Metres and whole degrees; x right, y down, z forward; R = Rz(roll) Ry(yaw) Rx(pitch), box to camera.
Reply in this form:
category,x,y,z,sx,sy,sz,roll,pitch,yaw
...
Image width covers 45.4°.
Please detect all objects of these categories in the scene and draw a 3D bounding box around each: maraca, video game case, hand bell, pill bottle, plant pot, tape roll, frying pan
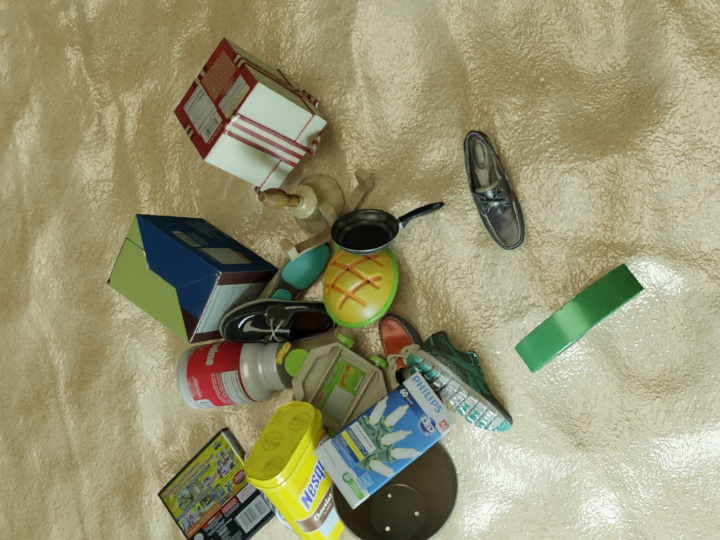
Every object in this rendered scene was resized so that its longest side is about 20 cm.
category,x,y,z,sx,sy,sz,roll,pitch,yaw
maraca,0.000,0.000,1.428,0.135,0.107,0.203,-7,62,20
video game case,-0.261,0.423,1.583,0.200,0.025,0.181,-45,75,18
hand bell,-0.113,-0.117,1.418,0.102,0.199,0.106,0,90,23
pill bottle,-0.214,0.177,1.512,0.197,0.112,0.115,-11,86,22
plant pot,0.057,0.363,1.373,0.196,0.135,0.203,-3,56,4
tape roll,0.313,0.070,1.237,0.200,0.200,0.048,-42,77,18
frying pan,0.035,-0.079,1.413,0.114,0.189,0.031,32,142,39

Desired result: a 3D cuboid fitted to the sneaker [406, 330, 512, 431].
category,x,y,z,sx,sy,sz,roll,pitch,yaw
sneaker,0.172,0.172,1.369,0.199,0.092,0.078,41,150,-2

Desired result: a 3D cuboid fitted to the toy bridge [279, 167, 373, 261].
category,x,y,z,sx,sy,sz,roll,pitch,yaw
toy bridge,-0.050,-0.088,1.445,0.200,0.068,0.027,-44,61,-13

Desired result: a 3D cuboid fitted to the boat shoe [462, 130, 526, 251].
category,x,y,z,sx,sy,sz,roll,pitch,yaw
boat shoe,0.205,-0.126,1.355,0.071,0.065,0.204,-19,84,20

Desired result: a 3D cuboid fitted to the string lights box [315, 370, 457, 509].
category,x,y,z,sx,sy,sz,roll,pitch,yaw
string lights box,0.039,0.258,1.316,0.199,0.059,0.103,-35,76,-17

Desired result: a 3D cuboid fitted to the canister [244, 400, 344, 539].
category,x,y,z,sx,sy,sz,roll,pitch,yaw
canister,-0.085,0.331,1.378,0.085,0.149,0.201,2,136,37

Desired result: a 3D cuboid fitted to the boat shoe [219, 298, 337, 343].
category,x,y,z,sx,sy,sz,roll,pitch,yaw
boat shoe,-0.137,0.089,1.445,0.196,0.068,0.073,-4,109,-16

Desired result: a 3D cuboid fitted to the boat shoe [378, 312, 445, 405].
category,x,y,z,sx,sy,sz,roll,pitch,yaw
boat shoe,0.080,0.163,1.414,0.070,0.062,0.203,-28,79,23

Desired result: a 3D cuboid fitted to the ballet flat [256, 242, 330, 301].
category,x,y,z,sx,sy,sz,roll,pitch,yaw
ballet flat,-0.129,0.022,1.500,0.070,0.071,0.201,36,93,18

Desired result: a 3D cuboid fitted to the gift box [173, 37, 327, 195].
category,x,y,z,sx,sy,sz,roll,pitch,yaw
gift box,-0.177,-0.239,1.444,0.185,0.185,0.201,-47,50,19

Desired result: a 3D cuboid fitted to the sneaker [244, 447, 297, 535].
category,x,y,z,sx,sy,sz,roll,pitch,yaw
sneaker,-0.129,0.384,1.492,0.200,0.077,0.076,44,95,14

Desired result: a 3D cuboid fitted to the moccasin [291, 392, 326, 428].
category,x,y,z,sx,sy,sz,roll,pitch,yaw
moccasin,-0.096,0.262,1.486,0.072,0.078,0.206,3,87,-9

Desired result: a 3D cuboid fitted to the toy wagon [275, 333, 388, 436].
category,x,y,z,sx,sy,sz,roll,pitch,yaw
toy wagon,-0.052,0.184,1.437,0.198,0.040,0.157,32,83,-5

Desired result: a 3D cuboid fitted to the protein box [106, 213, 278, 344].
category,x,y,z,sx,sy,sz,roll,pitch,yaw
protein box,-0.286,0.010,1.493,0.197,0.199,0.137,32,102,19
